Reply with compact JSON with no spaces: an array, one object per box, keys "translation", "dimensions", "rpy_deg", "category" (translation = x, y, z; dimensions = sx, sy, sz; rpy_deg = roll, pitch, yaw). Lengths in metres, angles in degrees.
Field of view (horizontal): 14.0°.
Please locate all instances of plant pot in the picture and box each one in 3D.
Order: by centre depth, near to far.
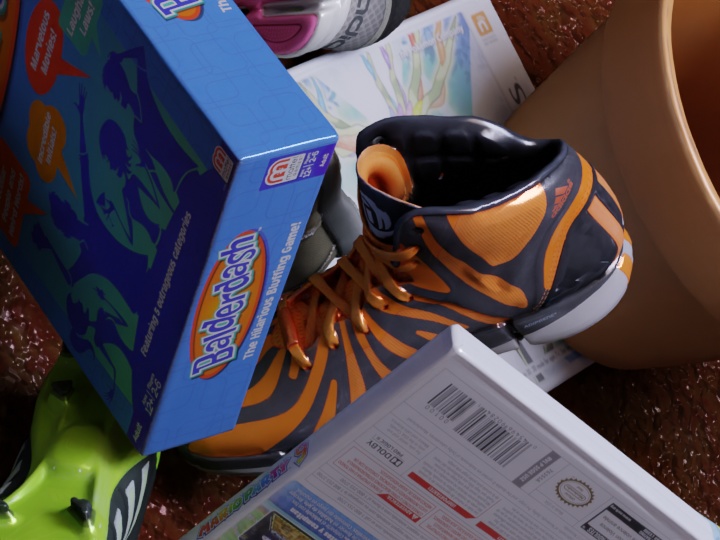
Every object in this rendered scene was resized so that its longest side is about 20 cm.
[{"translation":[0.153,-0.042,1.343],"dimensions":[0.200,0.140,0.201],"rpy_deg":[24,54,-38],"category":"plant pot"}]

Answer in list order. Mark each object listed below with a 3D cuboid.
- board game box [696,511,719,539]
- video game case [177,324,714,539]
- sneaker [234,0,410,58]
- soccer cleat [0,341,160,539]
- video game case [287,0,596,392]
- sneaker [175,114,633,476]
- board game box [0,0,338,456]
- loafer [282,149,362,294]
[{"translation":[0.067,0.136,1.219],"dimensions":[0.200,0.105,0.103],"rpy_deg":[33,49,-29],"category":"board game box"},{"translation":[0.013,0.118,1.103],"dimensions":[0.143,0.200,0.018],"rpy_deg":[38,27,-27],"category":"video game case"},{"translation":[-0.025,-0.183,1.317],"dimensions":[0.087,0.074,0.201],"rpy_deg":[11,60,-50],"category":"sneaker"},{"translation":[-0.113,0.104,1.061],"dimensions":[0.200,0.067,0.081],"rpy_deg":[-62,158,-51],"category":"soccer cleat"},{"translation":[0.038,-0.023,1.334],"dimensions":[0.200,0.022,0.183],"rpy_deg":[-28,91,-49],"category":"video game case"},{"translation":[0.000,0.000,1.128],"dimensions":[0.112,0.200,0.078],"rpy_deg":[57,7,-51],"category":"sneaker"},{"translation":[-0.094,-0.057,1.058],"dimensions":[0.045,0.152,0.200],"rpy_deg":[-15,53,-33],"category":"board game box"},{"translation":[-0.049,-0.031,1.154],"dimensions":[0.075,0.070,0.200],"rpy_deg":[43,-5,24],"category":"loafer"}]
